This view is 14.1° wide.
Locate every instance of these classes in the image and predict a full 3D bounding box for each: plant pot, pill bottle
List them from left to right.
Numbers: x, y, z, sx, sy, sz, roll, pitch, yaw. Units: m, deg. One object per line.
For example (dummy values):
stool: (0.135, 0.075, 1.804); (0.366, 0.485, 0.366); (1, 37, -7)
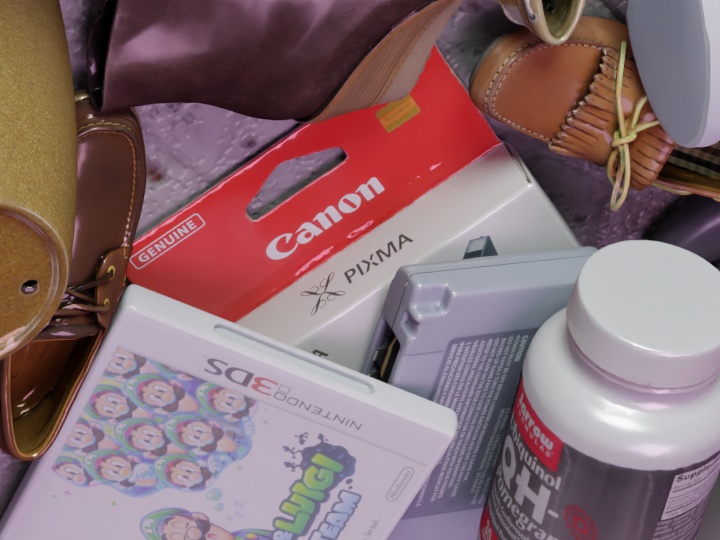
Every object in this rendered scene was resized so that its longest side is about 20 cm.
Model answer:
plant pot: (-0.194, -0.053, 1.241); (0.186, 0.200, 0.187); (-14, 134, -15)
pill bottle: (0.129, 0.084, 1.474); (0.111, 0.111, 0.200); (-7, 135, -20)

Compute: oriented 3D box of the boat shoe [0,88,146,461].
boat shoe: (-0.143, 0.006, 1.409); (0.072, 0.068, 0.200); (3, 127, -28)

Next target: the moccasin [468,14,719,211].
moccasin: (0.140, -0.073, 1.468); (0.201, 0.078, 0.074); (21, 113, -38)

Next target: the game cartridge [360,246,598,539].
game cartridge: (0.059, 0.070, 1.529); (0.133, 0.040, 0.200); (-3, 133, -24)

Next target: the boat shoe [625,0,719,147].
boat shoe: (0.175, -0.162, 1.393); (0.086, 0.075, 0.202); (-15, 107, -24)

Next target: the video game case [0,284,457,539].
video game case: (-0.074, 0.112, 1.503); (0.182, 0.024, 0.200); (22, 128, -13)

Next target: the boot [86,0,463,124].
boot: (-0.028, -0.147, 1.327); (0.166, 0.072, 0.200); (-2, 133, -27)

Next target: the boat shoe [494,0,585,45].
boat shoe: (0.096, -0.195, 1.343); (0.072, 0.076, 0.200); (-14, 133, -15)

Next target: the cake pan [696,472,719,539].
cake pan: (0.236, 0.125, 1.628); (0.037, 0.200, 0.200); (-13, 144, 32)

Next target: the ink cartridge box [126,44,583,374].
ink cartridge box: (0.000, 0.000, 1.490); (0.200, 0.045, 0.176); (-34, 136, 5)

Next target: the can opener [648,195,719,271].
can opener: (0.251, -0.044, 1.567); (0.200, 0.053, 0.066); (-35, 134, 5)
